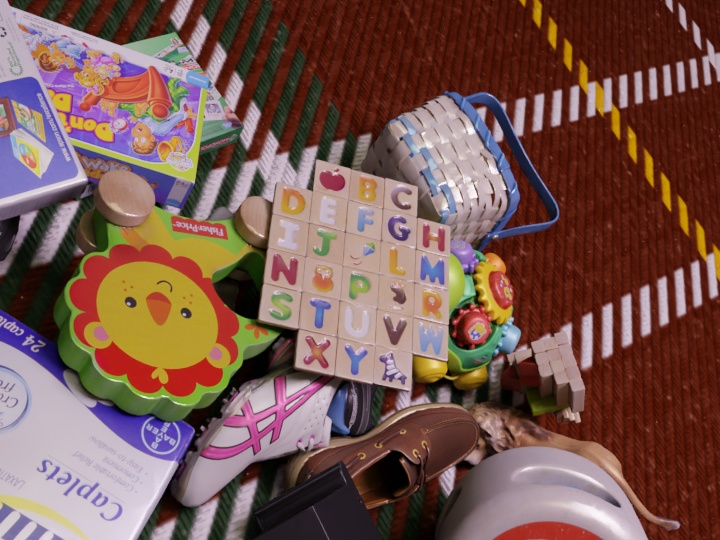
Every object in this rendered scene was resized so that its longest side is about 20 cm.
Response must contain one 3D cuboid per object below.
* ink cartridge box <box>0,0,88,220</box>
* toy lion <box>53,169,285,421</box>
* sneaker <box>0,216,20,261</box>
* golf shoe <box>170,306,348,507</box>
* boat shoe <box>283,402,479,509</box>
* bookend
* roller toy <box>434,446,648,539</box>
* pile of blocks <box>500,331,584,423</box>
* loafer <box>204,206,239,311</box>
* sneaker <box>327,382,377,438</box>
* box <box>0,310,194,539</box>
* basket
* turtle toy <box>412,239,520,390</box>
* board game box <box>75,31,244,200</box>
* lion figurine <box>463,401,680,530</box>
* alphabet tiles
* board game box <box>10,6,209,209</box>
[{"bbox_3d":[-0.342,-0.122,0.724,0.198,0.047,0.200,-21,81,-31],"label":"ink cartridge box"},{"bbox_3d":[-0.139,0.024,0.733,0.198,0.069,0.194,8,52,-35],"label":"toy lion"},{"bbox_3d":[-0.338,-0.001,0.742,0.085,0.081,0.202,13,44,-8],"label":"sneaker"},{"bbox_3d":[-0.069,0.124,0.768,0.092,0.073,0.200,44,79,1],"label":"golf shoe"},{"bbox_3d":[0.031,0.172,0.822,0.198,0.073,0.067,-12,21,-32],"label":"boat shoe"},{"bbox_3d":[-0.032,0.258,0.646,0.201,0.091,0.200,62,14,9],"label":"bookend"},{"bbox_3d":[0.144,0.250,0.758,0.184,0.198,0.140,57,9,-3],"label":"roller toy"},{"bbox_3d":[0.172,0.114,0.916,0.061,0.200,0.083,-14,80,3],"label":"pile of blocks"},{"bbox_3d":[-0.142,0.023,0.831,0.069,0.075,0.201,30,48,-3],"label":"loafer"},{"bbox_3d":[-0.006,0.072,0.896,0.083,0.070,0.202,42,40,-31],"label":"sneaker"},{"bbox_3d":[-0.245,0.162,0.653,0.182,0.105,0.201,32,48,-7],"label":"box"},{"bbox_3d":[0.110,-0.109,1.029,0.198,0.139,0.178,-16,69,-29],"label":"basket"},{"bbox_3d":[0.088,0.030,0.911,0.199,0.100,0.148,17,56,-51],"label":"turtle toy"},{"bbox_3d":[-0.230,-0.160,0.934,0.199,0.029,0.135,-28,75,-40],"label":"board game box"},{"bbox_3d":[0.189,0.181,0.871,0.073,0.198,0.124,-47,122,-36],"label":"lion figurine"},{"bbox_3d":[0.000,0.000,0.791,0.164,0.006,0.203,13,58,-15],"label":"alphabet tiles"},{"bbox_3d":[-0.246,-0.150,0.867,0.197,0.045,0.136,16,53,-22],"label":"board game box"}]
